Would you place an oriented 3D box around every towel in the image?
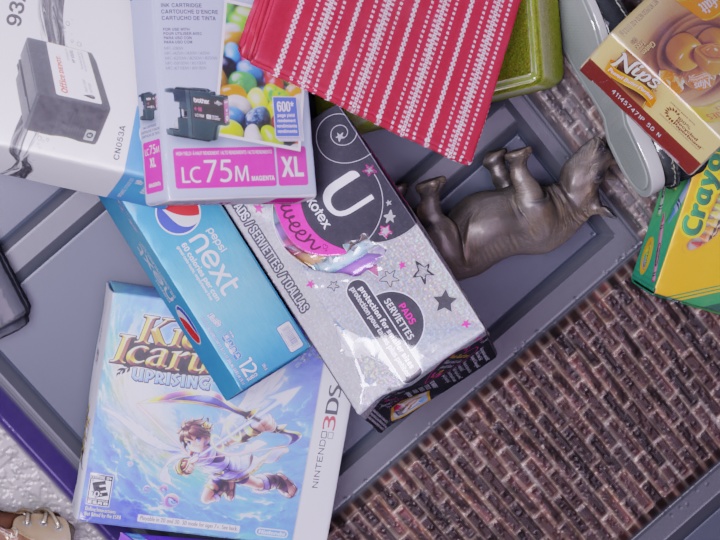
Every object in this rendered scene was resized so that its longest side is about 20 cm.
[{"bbox_3d":[0.017,-0.175,1.500,0.200,0.022,0.145,24,77,-30],"label":"towel"}]

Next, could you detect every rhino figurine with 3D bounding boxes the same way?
[{"bbox_3d":[0.122,-0.051,1.653,0.199,0.060,0.088,-19,100,-9],"label":"rhino figurine"}]

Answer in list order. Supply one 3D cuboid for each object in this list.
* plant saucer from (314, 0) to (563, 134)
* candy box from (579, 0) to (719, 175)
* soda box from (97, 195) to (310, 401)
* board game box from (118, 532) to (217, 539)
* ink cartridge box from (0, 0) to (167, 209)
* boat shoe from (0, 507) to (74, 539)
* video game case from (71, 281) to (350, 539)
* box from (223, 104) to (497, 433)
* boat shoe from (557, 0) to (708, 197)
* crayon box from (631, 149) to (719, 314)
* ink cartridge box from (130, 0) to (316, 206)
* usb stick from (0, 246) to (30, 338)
[{"bbox_3d":[0.059,-0.194,1.582,0.199,0.048,0.200,-14,124,-9],"label":"plant saucer"},{"bbox_3d":[0.267,-0.174,1.595,0.115,0.055,0.200,45,53,2],"label":"candy box"},{"bbox_3d":[-0.121,-0.007,1.573,0.064,0.068,0.200,-31,88,-16],"label":"soda box"},{"bbox_3d":[-0.148,0.307,1.644,0.134,0.045,0.201,10,100,-41],"label":"board game box"},{"bbox_3d":[-0.212,-0.139,1.492,0.199,0.084,0.146,12,78,-13],"label":"ink cartridge box"},{"bbox_3d":[-0.251,0.212,1.622,0.072,0.076,0.200,-48,115,-4],"label":"boat shoe"},{"bbox_3d":[-0.110,0.113,1.643,0.199,0.045,0.182,8,98,-13],"label":"video game case"},{"bbox_3d":[0.000,0.000,1.557,0.115,0.132,0.200,-34,77,0],"label":"box"},{"bbox_3d":[0.204,-0.157,1.635,0.060,0.076,0.201,-22,92,-16],"label":"boat shoe"},{"bbox_3d":[0.305,-0.065,1.688,0.118,0.058,0.201,15,97,-14],"label":"crayon box"},{"bbox_3d":[-0.096,-0.146,1.466,0.119,0.042,0.201,-3,84,-33],"label":"ink cartridge box"},{"bbox_3d":[-0.308,-0.039,1.577,0.055,0.033,0.200,-27,105,-7],"label":"usb stick"}]
